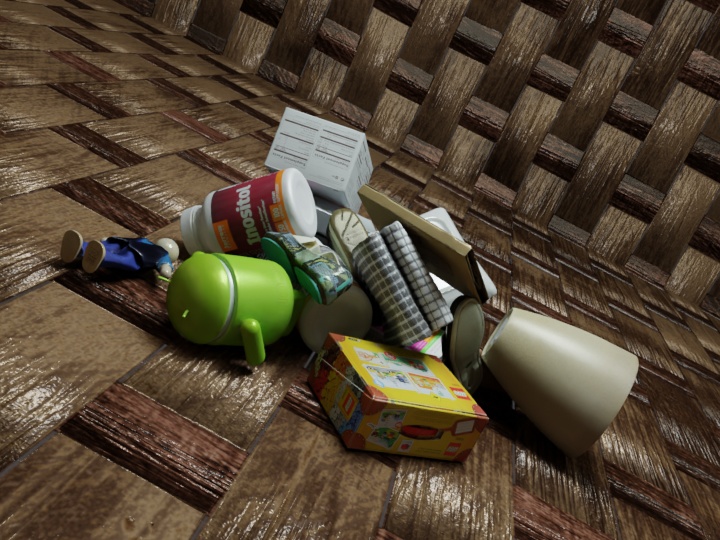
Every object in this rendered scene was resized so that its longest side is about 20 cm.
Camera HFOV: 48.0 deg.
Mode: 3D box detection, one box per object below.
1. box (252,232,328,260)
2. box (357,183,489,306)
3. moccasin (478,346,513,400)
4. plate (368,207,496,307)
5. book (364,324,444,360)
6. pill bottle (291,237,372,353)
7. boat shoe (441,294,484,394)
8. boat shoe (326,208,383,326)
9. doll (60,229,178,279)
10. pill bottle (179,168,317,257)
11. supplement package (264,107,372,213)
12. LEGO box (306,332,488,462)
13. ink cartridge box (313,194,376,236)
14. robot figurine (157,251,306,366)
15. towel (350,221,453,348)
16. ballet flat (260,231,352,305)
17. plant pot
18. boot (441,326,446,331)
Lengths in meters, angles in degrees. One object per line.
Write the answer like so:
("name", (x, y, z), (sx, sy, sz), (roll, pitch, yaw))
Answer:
("box", (-0.137, -0.052, 1.420), (0.197, 0.087, 0.164), (26, 17, -4))
("box", (0.093, -0.035, 1.175), (0.198, 0.021, 0.164), (34, -13, 30))
("moccasin", (0.248, 0.168, 1.368), (0.199, 0.079, 0.074), (22, 14, -32))
("plate", (0.103, -0.012, 1.359), (0.197, 0.033, 0.202), (-20, 60, -17))
("book", (0.050, 0.099, 1.342), (0.198, 0.049, 0.133), (30, 19, 16))
("pill bottle", (-0.065, 0.031, 1.240), (0.115, 0.118, 0.200), (16, 21, -30))
("boat shoe", (0.146, 0.112, 1.231), (0.071, 0.203, 0.067), (-32, 49, -25))
("boat shoe", (-0.001, 0.000, 1.315), (0.071, 0.066, 0.204), (-20, 78, -23))
("doll", (-0.320, -0.022, 1.133), (0.134, 0.049, 0.199), (23, 9, 19))
("pill bottle", (-0.175, -0.080, 1.261), (0.196, 0.115, 0.113), (-15, 9, 15))
("supplement package", (-0.071, -0.190, 1.484), (0.153, 0.113, 0.200), (19, -9, 8))
("LEGO box", (0.049, 0.170, 1.079), (0.197, 0.078, 0.149), (15, 21, -33))
("ink cartridge box", (-0.073, -0.110, 1.469), (0.197, 0.044, 0.174), (23, 17, -15))
("robot figurine", (-0.168, 0.040, 1.067), (0.198, 0.117, 0.176), (7, 31, -47))
("towel", (0.051, 0.030, 1.182), (0.168, 0.085, 0.200), (60, -9, 5))
("ballet flat", (-0.074, -0.011, 1.147), (0.073, 0.075, 0.200), (12, 18, -38))
("plant pot", (0.294, 0.154, 1.262), (0.198, 0.189, 0.187), (34, 18, 5))
("boot", (0.126, 0.070, 1.459), (0.149, 0.074, 0.200), (34, -9, -9))
